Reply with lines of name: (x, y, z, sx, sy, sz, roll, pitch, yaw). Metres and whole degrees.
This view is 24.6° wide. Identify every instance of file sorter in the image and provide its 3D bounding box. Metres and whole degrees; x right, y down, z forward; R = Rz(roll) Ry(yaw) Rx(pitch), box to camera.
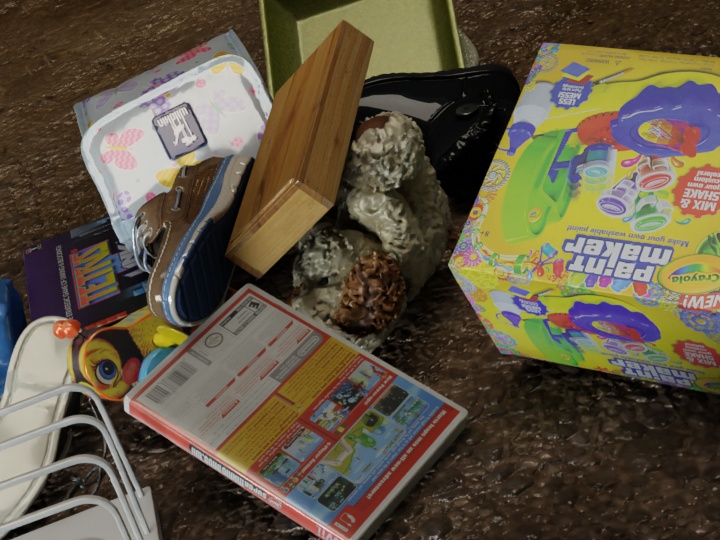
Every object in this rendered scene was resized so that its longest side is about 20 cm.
file sorter: (-0.208, 0.184, 1.077, 0.137, 0.126, 0.200, -20, 29, -3)

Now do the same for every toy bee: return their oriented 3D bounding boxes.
toy bee: (-0.171, 0.062, 1.236, 0.130, 0.109, 0.201, -21, 25, 38)

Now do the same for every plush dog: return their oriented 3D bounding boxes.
plush dog: (0.000, 0.000, 1.283, 0.200, 0.160, 0.173, -28, 27, 55)

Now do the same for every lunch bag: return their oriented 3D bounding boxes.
lunch bag: (-0.148, -0.109, 1.417, 0.168, 0.128, 0.200, -24, 29, -1)

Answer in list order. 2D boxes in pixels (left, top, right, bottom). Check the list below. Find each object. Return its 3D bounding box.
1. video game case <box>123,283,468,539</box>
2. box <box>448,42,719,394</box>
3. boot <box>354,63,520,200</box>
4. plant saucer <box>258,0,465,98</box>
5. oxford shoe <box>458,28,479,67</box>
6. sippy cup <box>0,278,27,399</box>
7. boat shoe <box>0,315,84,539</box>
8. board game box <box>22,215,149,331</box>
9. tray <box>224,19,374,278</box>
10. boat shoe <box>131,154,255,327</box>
video game case: (-0.045, 0.098, 1.149, 0.199, 0.018, 0.143, 29, 50, 22)
box: (0.197, -0.036, 1.126, 0.198, 0.122, 0.194, 9, 63, 31)
boot: (0.061, -0.118, 1.468, 0.198, 0.077, 0.169, -11, 26, 2)
plant saucer: (0.005, -0.219, 1.631, 0.198, 0.048, 0.202, -16, 59, 13)
oxford shoe: (0.043, -0.230, 1.693, 0.199, 0.058, 0.075, 27, 53, 33)
sippy cup: (-0.343, 0.064, 1.367, 0.129, 0.140, 0.180, -9, 68, -4)
boat shoe: (-0.258, 0.131, 1.257, 0.073, 0.061, 0.202, 9, 55, 5)
board game box: (-0.203, 0.014, 1.428, 0.164, 0.057, 0.200, -21, 29, -5)
tray: (-0.045, -0.096, 1.261, 0.099, 0.037, 0.201, -43, 24, 38)
boat shoe: (-0.133, -0.021, 1.246, 0.071, 0.073, 0.200, 2, 29, 12)
